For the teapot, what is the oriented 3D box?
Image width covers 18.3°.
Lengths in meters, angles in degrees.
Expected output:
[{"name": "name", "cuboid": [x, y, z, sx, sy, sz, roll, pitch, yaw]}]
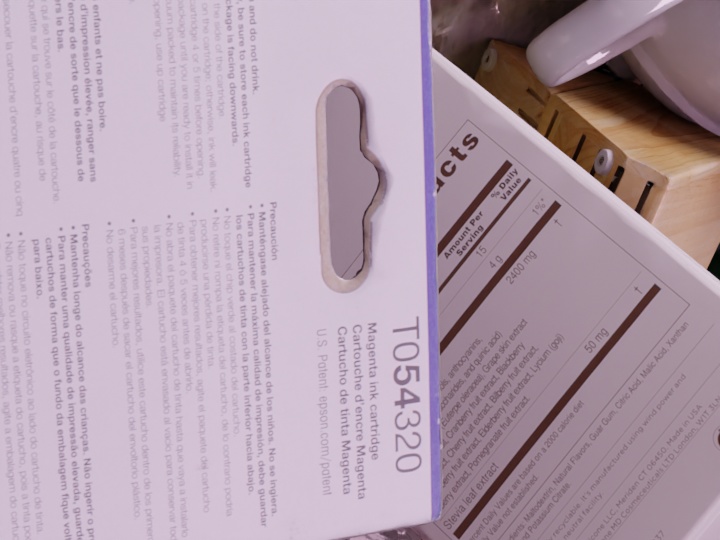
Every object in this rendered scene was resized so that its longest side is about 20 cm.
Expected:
[{"name": "teapot", "cuboid": [0.156, -0.124, 0.907, 0.146, 0.199, 0.200, -32, 131, 28]}]

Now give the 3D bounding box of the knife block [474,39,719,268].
[{"name": "knife block", "cuboid": [0.131, -0.031, 0.935, 0.174, 0.200, 0.064, 14, 108, -26]}]

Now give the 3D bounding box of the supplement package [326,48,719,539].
[{"name": "supplement package", "cuboid": [0.052, 0.027, 0.734, 0.120, 0.200, 0.121, -51, 155, 6]}]

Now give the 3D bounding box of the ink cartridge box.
[{"name": "ink cartridge box", "cuboid": [-0.077, -0.016, 0.567, 0.198, 0.043, 0.198, -7, 104, -25]}]

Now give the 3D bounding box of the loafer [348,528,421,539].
[{"name": "loafer", "cuboid": [-0.053, 0.144, 0.797, 0.069, 0.070, 0.201, 15, 114, -35]}]

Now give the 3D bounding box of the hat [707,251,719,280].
[{"name": "hat", "cuboid": [0.126, 0.066, 1.090, 0.175, 0.166, 0.202, -20, 99, -1]}]
